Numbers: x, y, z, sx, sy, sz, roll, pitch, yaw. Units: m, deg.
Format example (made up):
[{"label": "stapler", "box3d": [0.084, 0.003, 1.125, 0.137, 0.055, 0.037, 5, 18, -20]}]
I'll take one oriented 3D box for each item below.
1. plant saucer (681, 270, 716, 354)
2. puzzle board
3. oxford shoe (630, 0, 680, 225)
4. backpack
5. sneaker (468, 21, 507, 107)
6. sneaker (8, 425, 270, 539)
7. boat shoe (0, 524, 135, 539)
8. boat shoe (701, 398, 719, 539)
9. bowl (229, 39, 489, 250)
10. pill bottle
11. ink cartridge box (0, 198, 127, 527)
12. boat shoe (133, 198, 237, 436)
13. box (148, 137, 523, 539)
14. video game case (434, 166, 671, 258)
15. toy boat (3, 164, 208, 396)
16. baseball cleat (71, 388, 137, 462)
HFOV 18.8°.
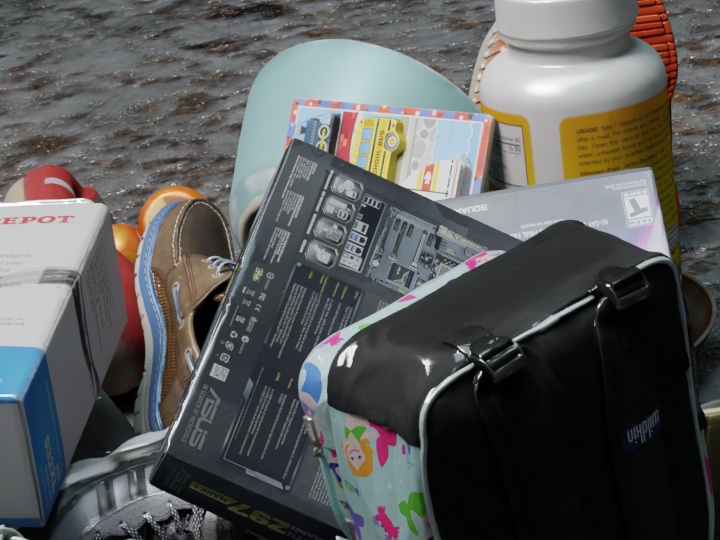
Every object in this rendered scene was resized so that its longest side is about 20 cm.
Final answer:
[{"label": "plant saucer", "box3d": [0.119, 0.046, 1.327, 0.199, 0.035, 0.200, -10, 22, 4]}, {"label": "puzzle board", "box3d": [0.000, 0.000, 1.298, 0.150, 0.201, 0.017, 8, -3, 38]}, {"label": "oxford shoe", "box3d": [0.176, -0.113, 1.463, 0.071, 0.201, 0.073, -3, 21, 5]}, {"label": "backpack", "box3d": [0.073, 0.095, 1.012, 0.177, 0.201, 0.150, -29, 25, -28]}, {"label": "sneaker", "box3d": [0.118, -0.111, 1.504, 0.071, 0.201, 0.080, 32, 21, 28]}, {"label": "sneaker", "box3d": [-0.098, 0.136, 1.148, 0.113, 0.076, 0.200, 13, 32, 43]}, {"label": "boat shoe", "box3d": [-0.185, 0.161, 1.049, 0.200, 0.072, 0.070, -25, -11, 17]}, {"label": "boat shoe", "box3d": [0.221, 0.092, 1.131, 0.200, 0.072, 0.066, -7, 16, -6]}, {"label": "bowl", "box3d": [-0.006, -0.039, 1.419, 0.200, 0.201, 0.105, 4, 45, 30]}, {"label": "pill bottle", "box3d": [0.130, -0.075, 1.300, 0.112, 0.201, 0.113, -7, 20, 3]}, {"label": "ink cartridge box", "box3d": [-0.219, 0.047, 1.176, 0.144, 0.084, 0.200, -2, 30, 9]}, {"label": "boat shoe", "box3d": [-0.088, 0.031, 1.313, 0.072, 0.072, 0.201, -32, 45, 32]}, {"label": "box", "box3d": [-0.002, 0.050, 1.133, 0.157, 0.051, 0.201, 23, 61, -6]}, {"label": "video game case", "box3d": [0.108, 0.043, 1.198, 0.142, 0.019, 0.201, -9, 61, 3]}, {"label": "toy boat", "box3d": [-0.154, -0.009, 1.427, 0.130, 0.131, 0.200, -31, 24, 2]}, {"label": "baseball cleat", "box3d": [-0.200, 0.052, 1.303, 0.200, 0.107, 0.070, 29, 33, 36]}]
